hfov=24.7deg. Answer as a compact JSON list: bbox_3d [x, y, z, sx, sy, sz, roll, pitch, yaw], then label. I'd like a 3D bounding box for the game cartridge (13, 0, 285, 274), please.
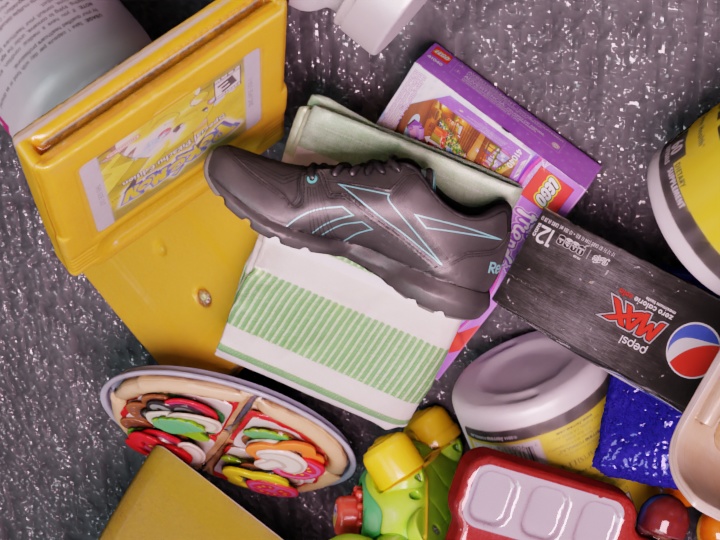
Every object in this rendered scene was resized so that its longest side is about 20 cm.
[{"bbox_3d":[-0.120,-0.081,1.015,0.032,0.176,0.200,51,167,14],"label":"game cartridge"}]

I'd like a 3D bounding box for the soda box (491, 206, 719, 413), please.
[{"bbox_3d":[0.181,0.039,0.993,0.200,0.063,0.071,31,91,35],"label":"soda box"}]

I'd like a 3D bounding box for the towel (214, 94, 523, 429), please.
[{"bbox_3d":[0.000,0.000,1.088,0.152,0.023,0.201,24,115,3],"label":"towel"}]

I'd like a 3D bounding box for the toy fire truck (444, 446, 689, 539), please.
[{"bbox_3d":[0.136,0.213,1.044,0.199,0.112,0.169,17,98,-10],"label":"toy fire truck"}]

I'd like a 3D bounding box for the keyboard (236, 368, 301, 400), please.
[{"bbox_3d":[-0.092,0.050,1.246,0.127,0.021,0.200,37,127,2],"label":"keyboard"}]

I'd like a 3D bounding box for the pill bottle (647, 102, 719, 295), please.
[{"bbox_3d":[0.269,-0.075,0.928,0.114,0.114,0.200,46,127,-6],"label":"pill bottle"}]

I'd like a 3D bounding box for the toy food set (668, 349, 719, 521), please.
[{"bbox_3d":[0.267,0.060,0.888,0.143,0.060,0.200,28,94,-32],"label":"toy food set"}]

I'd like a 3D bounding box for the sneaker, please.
[{"bbox_3d":[0.001,-0.042,1.027,0.199,0.075,0.079,23,106,-8],"label":"sneaker"}]

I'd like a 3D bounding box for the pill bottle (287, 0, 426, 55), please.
[{"bbox_3d":[-0.038,-0.229,0.987,0.200,0.114,0.114,40,128,0],"label":"pill bottle"}]

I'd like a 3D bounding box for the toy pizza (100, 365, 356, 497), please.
[{"bbox_3d":[-0.101,0.129,1.230,0.199,0.032,0.200,13,154,7],"label":"toy pizza"}]

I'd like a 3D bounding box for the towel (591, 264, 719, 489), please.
[{"bbox_3d":[0.247,0.067,1.011,0.199,0.148,0.050,4,160,28],"label":"towel"}]

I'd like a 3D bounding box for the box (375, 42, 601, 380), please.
[{"bbox_3d":[0.051,-0.035,1.108,0.137,0.039,0.200,37,128,3],"label":"box"}]

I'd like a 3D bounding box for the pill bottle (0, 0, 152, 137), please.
[{"bbox_3d":[-0.209,-0.150,1.093,0.200,0.113,0.113,49,130,13],"label":"pill bottle"}]

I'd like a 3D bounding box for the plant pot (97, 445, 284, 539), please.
[{"bbox_3d":[-0.143,0.284,1.269,0.200,0.177,0.200,37,156,1],"label":"plant pot"}]

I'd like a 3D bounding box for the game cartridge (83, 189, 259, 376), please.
[{"bbox_3d":[-0.135,-0.022,1.193,0.200,0.032,0.176,50,133,8],"label":"game cartridge"}]

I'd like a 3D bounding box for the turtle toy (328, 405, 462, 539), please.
[{"bbox_3d":[0.034,0.190,1.157,0.101,0.200,0.146,-35,84,26],"label":"turtle toy"}]

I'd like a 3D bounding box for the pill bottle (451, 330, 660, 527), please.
[{"bbox_3d":[0.145,0.149,1.128,0.111,0.111,0.201,-9,114,31],"label":"pill bottle"}]

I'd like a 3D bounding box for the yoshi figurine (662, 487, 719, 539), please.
[{"bbox_3d":[0.303,0.124,1.062,0.200,0.112,0.112,-14,79,44],"label":"yoshi figurine"}]
